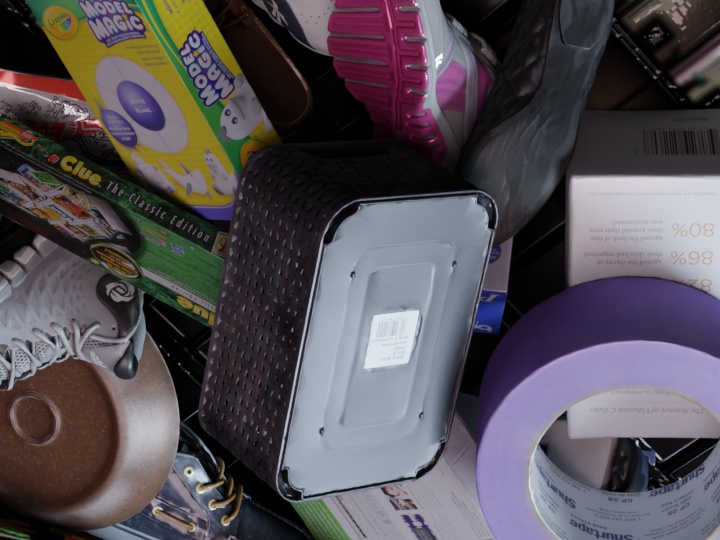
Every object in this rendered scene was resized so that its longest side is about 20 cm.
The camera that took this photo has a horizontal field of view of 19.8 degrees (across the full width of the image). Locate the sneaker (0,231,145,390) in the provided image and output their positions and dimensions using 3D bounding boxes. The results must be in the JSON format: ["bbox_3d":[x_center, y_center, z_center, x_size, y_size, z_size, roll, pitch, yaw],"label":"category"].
[{"bbox_3d":[-0.211,0.050,1.383,0.115,0.200,0.075,35,155,17],"label":"sneaker"}]

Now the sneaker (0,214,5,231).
[{"bbox_3d":[-0.325,0.006,1.434,0.115,0.076,0.201,19,90,9],"label":"sneaker"}]

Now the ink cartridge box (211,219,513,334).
[{"bbox_3d":[0.000,0.000,1.400,0.199,0.044,0.094,6,161,2],"label":"ink cartridge box"}]

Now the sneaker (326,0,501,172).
[{"bbox_3d":[0.043,-0.128,1.323,0.081,0.088,0.200,20,142,33],"label":"sneaker"}]

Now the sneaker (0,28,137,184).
[{"bbox_3d":[-0.213,-0.094,1.382,0.201,0.067,0.108,12,118,-4],"label":"sneaker"}]

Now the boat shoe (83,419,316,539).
[{"bbox_3d":[-0.113,0.170,1.521,0.200,0.071,0.091,17,119,-3],"label":"boat shoe"}]

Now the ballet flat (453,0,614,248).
[{"bbox_3d":[0.108,-0.103,1.309,0.066,0.057,0.200,23,94,-17],"label":"ballet flat"}]

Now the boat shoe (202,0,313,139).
[{"bbox_3d":[-0.107,-0.157,1.320,0.200,0.068,0.072,42,72,-16],"label":"boat shoe"}]

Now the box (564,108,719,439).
[{"bbox_3d":[0.212,0.003,1.371,0.152,0.106,0.201,0,119,5],"label":"box"}]

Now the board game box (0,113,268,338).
[{"bbox_3d":[-0.153,-0.025,1.348,0.200,0.023,0.105,28,150,5],"label":"board game box"}]

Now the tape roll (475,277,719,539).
[{"bbox_3d":[0.174,0.111,1.323,0.199,0.085,0.201,2,119,4],"label":"tape roll"}]

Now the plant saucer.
[{"bbox_3d":[-0.227,0.100,1.477,0.200,0.037,0.201,7,110,19],"label":"plant saucer"}]

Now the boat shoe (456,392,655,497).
[{"bbox_3d":[0.115,0.134,1.477,0.200,0.093,0.075,10,81,31],"label":"boat shoe"}]

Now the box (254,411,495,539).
[{"bbox_3d":[0.013,0.143,1.452,0.200,0.036,0.145,-11,120,48],"label":"box"}]

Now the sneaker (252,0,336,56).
[{"bbox_3d":[-0.060,-0.198,1.270,0.079,0.130,0.199,-19,116,17],"label":"sneaker"}]

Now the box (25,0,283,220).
[{"bbox_3d":[-0.127,-0.122,1.273,0.117,0.048,0.200,3,128,49],"label":"box"}]

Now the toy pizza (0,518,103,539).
[{"bbox_3d":[-0.231,0.203,1.502,0.200,0.200,0.032,13,86,-2],"label":"toy pizza"}]

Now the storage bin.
[{"bbox_3d":[-0.008,0.029,1.274,0.135,0.094,0.201,-6,118,-37],"label":"storage bin"}]
